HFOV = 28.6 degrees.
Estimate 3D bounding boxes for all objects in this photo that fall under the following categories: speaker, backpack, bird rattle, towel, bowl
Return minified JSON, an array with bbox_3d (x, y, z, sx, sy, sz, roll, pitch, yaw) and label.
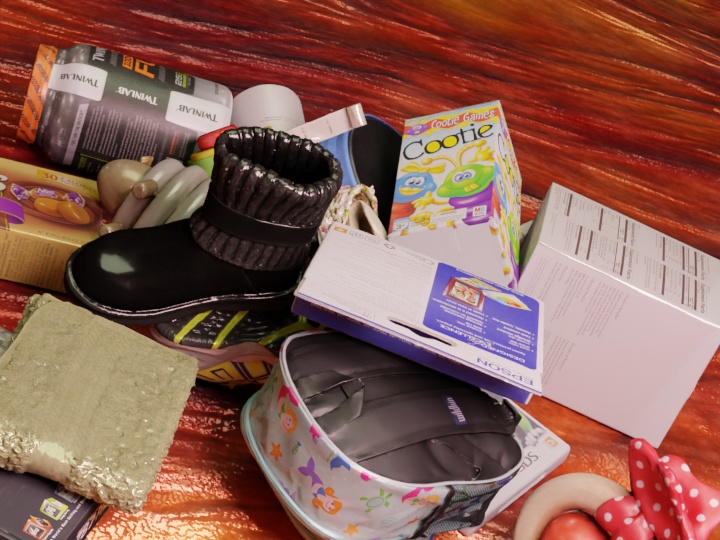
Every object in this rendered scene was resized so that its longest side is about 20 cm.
[{"bbox_3d":[-0.081,-0.087,1.408,0.080,0.081,0.202,6,52,-27],"label":"speaker"},{"bbox_3d":[0.005,0.132,1.100,0.199,0.151,0.178,4,41,-50],"label":"backpack"},{"bbox_3d":[0.183,0.220,1.074,0.161,0.203,0.112,15,20,37],"label":"bird rattle"},{"bbox_3d":[-0.201,0.095,1.042,0.147,0.037,0.201,22,27,-8],"label":"towel"},{"bbox_3d":[0.031,-0.071,1.461,0.200,0.039,0.202,41,32,-33],"label":"bowl"}]

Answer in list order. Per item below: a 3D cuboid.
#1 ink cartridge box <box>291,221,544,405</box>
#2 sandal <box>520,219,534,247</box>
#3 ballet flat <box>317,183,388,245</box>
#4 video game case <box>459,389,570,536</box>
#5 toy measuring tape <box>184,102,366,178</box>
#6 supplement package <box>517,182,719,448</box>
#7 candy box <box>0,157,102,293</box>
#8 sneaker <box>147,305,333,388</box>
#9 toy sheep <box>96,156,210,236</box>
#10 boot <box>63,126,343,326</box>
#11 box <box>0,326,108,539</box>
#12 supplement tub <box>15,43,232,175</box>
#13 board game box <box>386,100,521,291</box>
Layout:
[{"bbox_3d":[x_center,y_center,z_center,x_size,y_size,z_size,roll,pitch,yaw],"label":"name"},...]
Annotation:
[{"bbox_3d":[0.047,0.038,1.106,0.195,0.048,0.200,22,22,1],"label":"ink cartridge box"},{"bbox_3d":[0.142,-0.020,1.509,0.050,0.083,0.202,37,30,23],"label":"sandal"},{"bbox_3d":[0.000,0.000,1.295,0.075,0.064,0.202,29,39,-47],"label":"ballet flat"},{"bbox_3d":[0.070,0.136,1.277,0.199,0.024,0.181,37,32,21],"label":"video game case"},{"bbox_3d":[-0.091,-0.113,1.333,0.197,0.074,0.074,-18,33,7],"label":"toy measuring tape"},{"bbox_3d":[0.244,0.042,1.419,0.198,0.153,0.151,24,29,1],"label":"supplement package"},{"bbox_3d":[-0.331,-0.051,1.253,0.197,0.057,0.117,15,31,-18],"label":"candy box"},{"bbox_3d":[-0.086,0.064,1.212,0.197,0.077,0.076,13,51,-14],"label":"sneaker"},{"bbox_3d":[-0.156,-0.028,1.273,0.200,0.138,0.138,42,31,1],"label":"toy sheep"},{"bbox_3d":[-0.126,-0.038,1.116,0.208,0.159,0.080,-6,55,-20],"label":"boot"},{"bbox_3d":[-0.253,0.132,1.027,0.159,0.050,0.200,25,29,6],"label":"box"},{"bbox_3d":[-0.236,-0.151,1.411,0.197,0.124,0.123,15,31,-15],"label":"supplement tub"},{"bbox_3d":[0.096,-0.062,1.377,0.101,0.106,0.201,-11,36,15],"label":"board game box"}]
